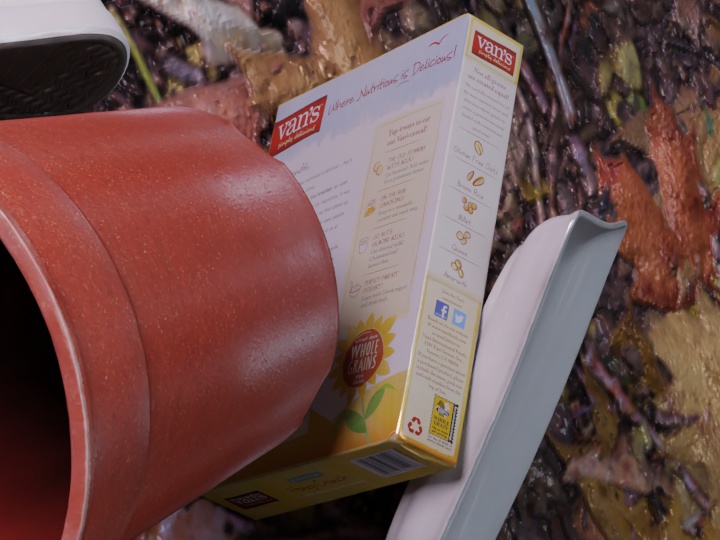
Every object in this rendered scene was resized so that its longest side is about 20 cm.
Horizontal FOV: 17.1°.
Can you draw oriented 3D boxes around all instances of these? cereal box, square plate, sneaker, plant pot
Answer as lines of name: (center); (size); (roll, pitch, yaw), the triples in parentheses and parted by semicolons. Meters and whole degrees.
cereal box: (0.000, 0.000, 1.043); (0.039, 0.144, 0.201); (27, 62, -30)
square plate: (0.061, 0.064, 1.064); (0.200, 0.028, 0.199); (1, 112, -78)
sneaker: (-0.193, -0.099, 0.925); (0.199, 0.073, 0.085); (-3, 50, -41)
plant pot: (-0.120, 0.025, 0.889); (0.195, 0.200, 0.202); (-21, 95, -56)
